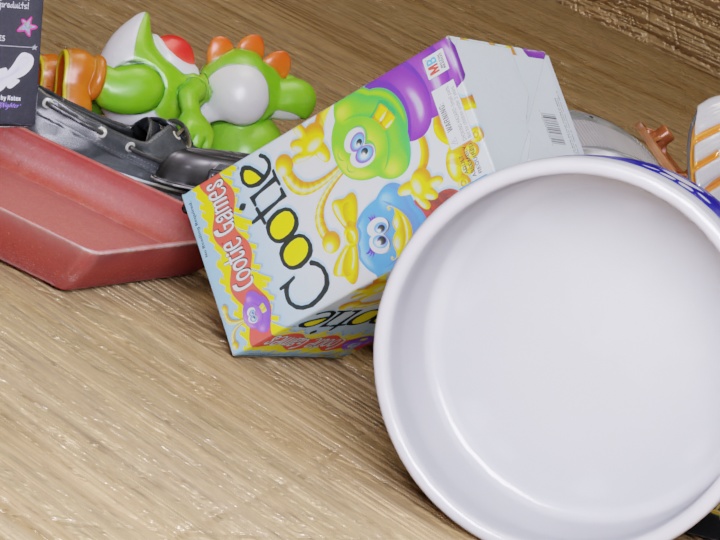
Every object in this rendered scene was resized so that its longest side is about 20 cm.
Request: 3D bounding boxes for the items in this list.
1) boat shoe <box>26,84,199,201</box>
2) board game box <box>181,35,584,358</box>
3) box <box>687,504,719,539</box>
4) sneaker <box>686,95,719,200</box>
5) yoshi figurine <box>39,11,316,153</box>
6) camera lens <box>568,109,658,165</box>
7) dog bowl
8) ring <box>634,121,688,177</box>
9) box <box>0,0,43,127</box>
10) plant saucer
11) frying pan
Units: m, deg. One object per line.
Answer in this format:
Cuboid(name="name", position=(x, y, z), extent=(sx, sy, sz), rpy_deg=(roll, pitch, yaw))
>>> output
Cuboid(name="boat shoe", position=(-0.143, -0.075, 1.788), extent=(0.200, 0.057, 0.069), rpy_deg=(15, 13, -25))
Cuboid(name="board game box", position=(0.016, -0.036, 1.501), extent=(0.103, 0.200, 0.105), rpy_deg=(3, 63, -53))
Cuboid(name="box", position=(0.132, 0.091, 1.533), extent=(0.200, 0.046, 0.159), rpy_deg=(16, 13, -20))
Cuboid(name="sneaker", position=(0.250, -0.013, 1.685), extent=(0.078, 0.200, 0.077), rpy_deg=(-20, 1, -11))
Cuboid(name="yoshi figurine", position=(-0.127, -0.101, 1.890), extent=(0.200, 0.112, 0.113), rpy_deg=(2, 49, -25))
Cuboid(name="camera lens", position=(0.130, -0.014, 1.721), extent=(0.160, 0.160, 0.200), rpy_deg=(19, 12, -8))
Cuboid(name="dog bowl", position=(0.111, 0.042, 1.350), extent=(0.200, 0.200, 0.079), rpy_deg=(23, 11, 13))
Cuboid(name="ring", position=(0.252, -0.024, 1.821), extent=(0.201, 0.019, 0.200), rpy_deg=(51, 9, -11))
Cuboid(name="box", position=(-0.288, -0.150, 1.595), extent=(0.132, 0.115, 0.200), rpy_deg=(0, 8, -35))
Cuboid(name="plant saucer", position=(-0.194, -0.039, 1.597), extent=(0.199, 0.037, 0.200), rpy_deg=(25, 14, 20))
Cuboid(name="frying pan", position=(-0.096, -0.058, 1.694), extent=(0.115, 0.031, 0.190), rpy_deg=(12, 7, 30))
